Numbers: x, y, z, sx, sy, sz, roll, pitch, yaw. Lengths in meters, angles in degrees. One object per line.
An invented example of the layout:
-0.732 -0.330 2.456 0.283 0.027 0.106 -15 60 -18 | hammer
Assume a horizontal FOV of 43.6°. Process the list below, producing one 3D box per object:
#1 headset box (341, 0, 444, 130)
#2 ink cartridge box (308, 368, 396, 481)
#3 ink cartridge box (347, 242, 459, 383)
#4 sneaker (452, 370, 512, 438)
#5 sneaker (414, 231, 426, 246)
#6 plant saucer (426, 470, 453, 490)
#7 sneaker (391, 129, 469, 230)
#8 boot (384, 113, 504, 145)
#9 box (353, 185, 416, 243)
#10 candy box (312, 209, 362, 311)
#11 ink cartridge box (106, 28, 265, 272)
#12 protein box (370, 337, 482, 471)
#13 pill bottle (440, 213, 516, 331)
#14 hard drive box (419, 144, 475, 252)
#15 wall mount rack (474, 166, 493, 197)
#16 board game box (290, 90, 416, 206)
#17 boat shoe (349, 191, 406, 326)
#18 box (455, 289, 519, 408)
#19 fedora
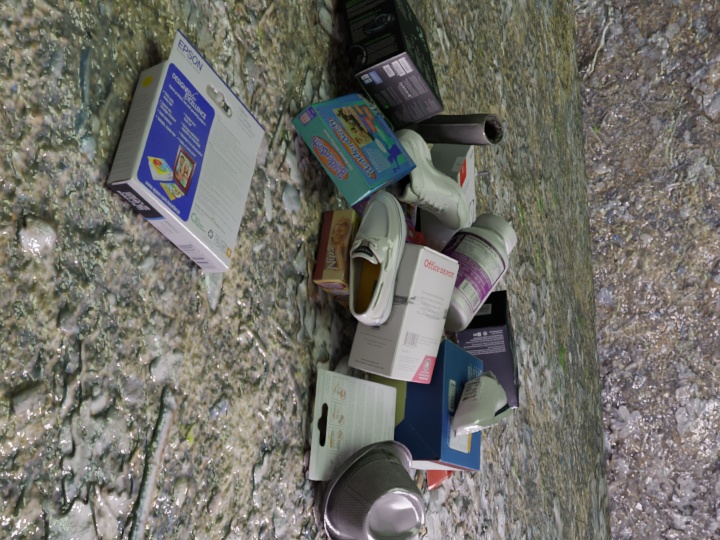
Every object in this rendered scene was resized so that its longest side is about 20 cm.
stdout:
0.049 -0.366 1.471 0.174 0.092 0.202 42 34 -57 | headset box
-0.021 0.243 1.369 0.199 0.057 0.164 20 68 -45 | ink cartridge box
0.070 0.065 1.396 0.146 0.082 0.202 19 84 -59 | ink cartridge box
0.190 0.219 1.475 0.200 0.076 0.081 -8 83 -69 | sneaker
0.157 0.013 1.677 0.079 0.114 0.201 -62 143 -49 | sneaker
0.175 0.307 1.775 0.199 0.036 0.202 -13 99 -65 | plant saucer
0.101 -0.133 1.513 0.200 0.078 0.100 48 53 -14 | sneaker
0.161 -0.253 1.620 0.182 0.198 0.073 -17 103 -64 | boot
0.044 -0.138 1.545 0.200 0.039 0.138 42 49 -57 | box
0.000 0.000 1.412 0.200 0.055 0.117 44 49 -56 | candy box
-0.193 -0.132 1.033 0.198 0.047 0.202 48 43 -51 | ink cartridge box
0.115 0.233 1.537 0.200 0.134 0.201 33 57 -60 | protein box
0.184 -0.002 1.542 0.200 0.112 0.113 -50 135 -27 | pill bottle
0.168 -0.129 1.722 0.156 0.076 0.202 -62 152 -51 | hard drive box
0.244 -0.133 1.933 0.200 0.074 0.176 4 84 -64 | wall mount rack
-0.005 -0.190 1.364 0.153 0.045 0.200 55 28 1 | board game box
0.017 -0.023 1.315 0.070 0.070 0.202 27 70 -62 | boat shoe
0.266 0.163 1.860 0.200 0.103 0.184 -65 146 -68 | box
0.035 0.347 1.327 0.177 0.090 0.200 -54 138 -9 | fedora
